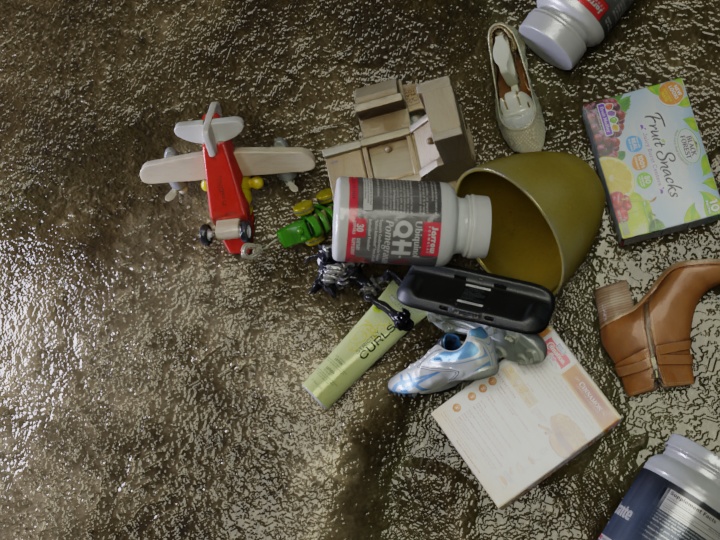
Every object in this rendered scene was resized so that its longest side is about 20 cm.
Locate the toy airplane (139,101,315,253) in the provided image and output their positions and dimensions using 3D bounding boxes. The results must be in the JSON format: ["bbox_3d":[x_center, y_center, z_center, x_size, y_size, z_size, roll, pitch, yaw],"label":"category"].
[{"bbox_3d":[-0.191,-0.147,1.627,0.200,0.141,0.199,37,114,-5],"label":"toy airplane"}]

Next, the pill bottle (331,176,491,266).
[{"bbox_3d":[0.065,-0.062,1.466,0.199,0.111,0.111,3,79,-3],"label":"pill bottle"}]

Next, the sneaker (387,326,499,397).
[{"bbox_3d":[0.107,0.125,1.513,0.200,0.072,0.073,-26,73,48],"label":"sneaker"}]

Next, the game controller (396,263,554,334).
[{"bbox_3d":[0.149,0.034,1.469,0.199,0.042,0.104,13,39,16],"label":"game controller"}]

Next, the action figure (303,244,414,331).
[{"bbox_3d":[0.000,0.000,1.574,0.200,0.102,0.119,29,65,26],"label":"action figure"}]

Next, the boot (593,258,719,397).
[{"bbox_3d":[0.418,0.074,1.502,0.199,0.077,0.156,-17,74,9],"label":"boot"}]

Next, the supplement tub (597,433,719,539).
[{"bbox_3d":[0.392,0.321,1.423,0.140,0.140,0.200,33,85,15],"label":"supplement tub"}]

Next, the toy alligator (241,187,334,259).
[{"bbox_3d":[-0.073,-0.061,1.603,0.200,0.054,0.059,-30,115,-20],"label":"toy alligator"}]

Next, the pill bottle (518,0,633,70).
[{"bbox_3d":[0.321,-0.389,1.598,0.114,0.114,0.200,37,87,15],"label":"pill bottle"}]

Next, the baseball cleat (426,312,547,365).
[{"bbox_3d":[0.182,0.058,1.517,0.200,0.070,0.106,23,50,39],"label":"baseball cleat"}]

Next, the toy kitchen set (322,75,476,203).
[{"bbox_3d":[0.033,-0.201,1.503,0.199,0.180,0.164,-14,76,9],"label":"toy kitchen set"}]

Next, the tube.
[{"bbox_3d":[0.003,0.105,1.588,0.200,0.052,0.058,-45,103,-8],"label":"tube"}]

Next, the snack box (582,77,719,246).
[{"bbox_3d":[0.401,-0.149,1.565,0.142,0.053,0.201,-15,76,5],"label":"snack box"}]

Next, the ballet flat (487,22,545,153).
[{"bbox_3d":[0.213,-0.258,1.616,0.067,0.062,0.201,-18,74,22],"label":"ballet flat"}]

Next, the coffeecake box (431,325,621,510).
[{"bbox_3d":[0.221,0.197,1.514,0.200,0.073,0.154,-36,73,1],"label":"coffeecake box"}]

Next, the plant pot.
[{"bbox_3d":[0.244,-0.082,1.525,0.142,0.200,0.200,-35,73,-25],"label":"plant pot"}]

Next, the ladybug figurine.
[{"bbox_3d":[0.094,-0.171,1.615,0.135,0.072,0.201,-16,77,8],"label":"ladybug figurine"}]
